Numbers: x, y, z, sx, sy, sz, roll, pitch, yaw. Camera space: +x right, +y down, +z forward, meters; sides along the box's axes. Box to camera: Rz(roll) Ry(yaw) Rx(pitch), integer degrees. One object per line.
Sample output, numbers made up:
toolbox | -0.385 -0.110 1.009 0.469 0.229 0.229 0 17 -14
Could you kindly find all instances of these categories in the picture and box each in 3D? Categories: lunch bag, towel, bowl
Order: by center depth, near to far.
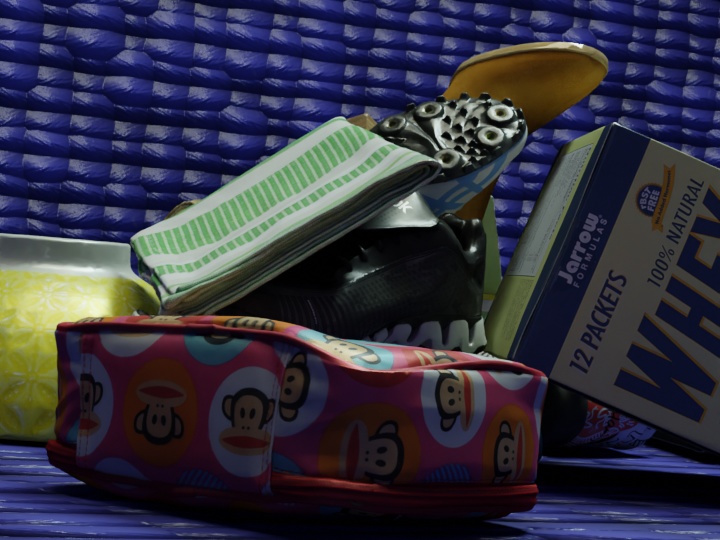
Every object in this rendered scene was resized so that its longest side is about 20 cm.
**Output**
lunch bag | -0.021 0.063 0.973 0.199 0.082 0.176 4 0 39
towel | -0.047 -0.030 1.136 0.152 0.023 0.200 -30 13 -5
bowl | -0.173 0.036 1.244 0.199 0.108 0.200 5 0 0

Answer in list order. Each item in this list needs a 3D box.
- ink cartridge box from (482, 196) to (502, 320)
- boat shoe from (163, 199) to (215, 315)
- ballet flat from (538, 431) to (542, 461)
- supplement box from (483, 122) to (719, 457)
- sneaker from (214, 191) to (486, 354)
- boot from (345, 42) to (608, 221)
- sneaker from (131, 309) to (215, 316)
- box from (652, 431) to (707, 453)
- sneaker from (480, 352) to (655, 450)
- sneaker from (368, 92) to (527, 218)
ink cartridge box | 0.028 0.025 1.508 0.145 0.048 0.200 5 -37 14
boat shoe | -0.084 0.016 1.329 0.076 0.072 0.200 25 18 -41
ballet flat | 0.058 0.086 1.208 0.063 0.068 0.200 -23 0 -1
supplement box | 0.185 0.024 1.206 0.199 0.135 0.200 23 -1 -2
sneaker | 0.000 0.000 1.143 0.066 0.091 0.199 18 12 39
boot | 0.059 -0.040 1.280 0.200 0.145 0.071 -19 -33 29
sneaker | -0.063 0.060 1.165 0.073 0.081 0.200 2 -2 23
box | 0.261 0.047 1.484 0.124 0.149 0.200 6 0 -10
sneaker | 0.104 0.078 1.441 0.107 0.068 0.201 6 3 -37
sneaker | 0.011 -0.026 1.234 0.072 0.200 0.073 48 -7 40
